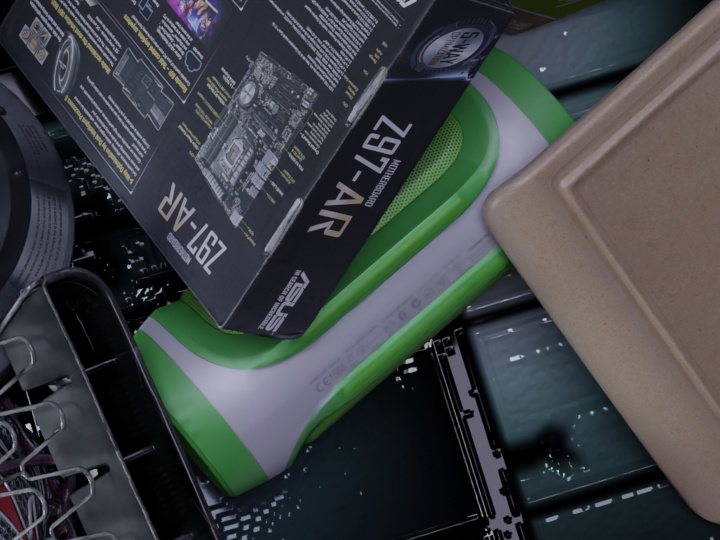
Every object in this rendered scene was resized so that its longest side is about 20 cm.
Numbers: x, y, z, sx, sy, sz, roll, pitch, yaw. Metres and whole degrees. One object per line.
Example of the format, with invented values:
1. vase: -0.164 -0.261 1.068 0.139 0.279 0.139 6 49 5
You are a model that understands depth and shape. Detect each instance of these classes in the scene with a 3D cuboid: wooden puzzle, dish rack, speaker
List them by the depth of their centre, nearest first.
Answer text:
1. dish rack: -0.153 0.100 1.073 0.200 0.055 0.153 -23 87 -41
2. speaker: 0.000 0.000 1.182 0.200 0.088 0.088 -41 83 -8
3. wooden puzzle: 0.169 -0.023 1.186 0.200 0.037 0.185 -40 113 -6

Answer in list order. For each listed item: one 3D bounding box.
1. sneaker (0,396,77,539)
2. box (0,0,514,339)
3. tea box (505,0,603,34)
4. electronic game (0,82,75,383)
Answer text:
1. sneaker: -0.139 0.107 1.161 0.075 0.081 0.200 -30 80 -10
2. box: -0.047 -0.096 1.136 0.200 0.044 0.160 49 116 38
3. tea box: 0.093 -0.225 1.167 0.197 0.134 0.200 -19 80 23
4. electronic game: -0.215 -0.018 1.176 0.200 0.042 0.200 3 56 -5
